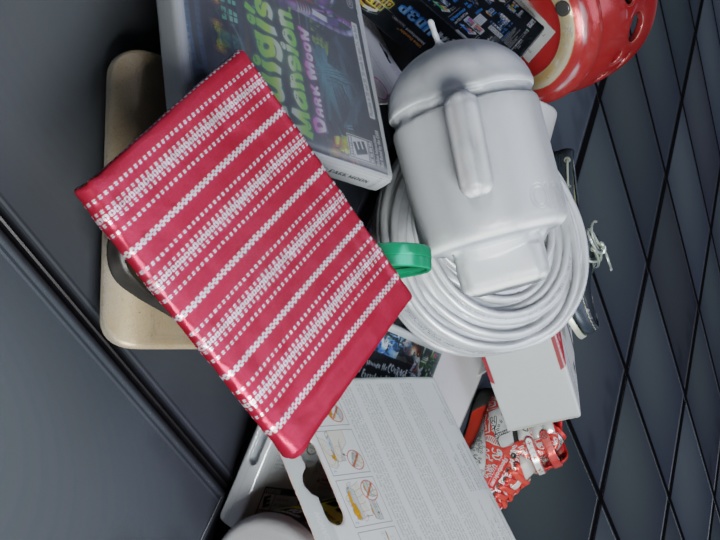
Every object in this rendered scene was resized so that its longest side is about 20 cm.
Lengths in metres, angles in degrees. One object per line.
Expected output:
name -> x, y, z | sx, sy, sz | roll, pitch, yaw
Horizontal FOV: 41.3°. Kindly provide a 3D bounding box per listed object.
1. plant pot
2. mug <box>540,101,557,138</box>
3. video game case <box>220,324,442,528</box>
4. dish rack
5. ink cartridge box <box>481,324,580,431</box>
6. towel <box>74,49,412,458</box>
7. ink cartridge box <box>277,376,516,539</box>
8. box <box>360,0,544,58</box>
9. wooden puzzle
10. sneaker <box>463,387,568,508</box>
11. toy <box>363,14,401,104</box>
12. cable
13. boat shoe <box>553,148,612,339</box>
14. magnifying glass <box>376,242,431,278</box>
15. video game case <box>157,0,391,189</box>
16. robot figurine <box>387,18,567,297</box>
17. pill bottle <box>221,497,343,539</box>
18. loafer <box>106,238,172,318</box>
plant pot -> 0.208, -0.290, 1.070 | 0.182, 0.199, 0.202 | -36, 119, -44
mug -> 0.124, -0.089, 0.962 | 0.185, 0.149, 0.155 | 8, 90, -44
video game case -> -0.015, 0.125, 0.777 | 0.200, 0.023, 0.183 | 27, 85, -56
dish rack -> 0.080, 0.094, 0.972 | 0.201, 0.043, 0.173 | -59, 135, -44
ink cartridge box -> 0.179, 0.050, 1.044 | 0.201, 0.083, 0.145 | -78, 150, -58
towel -> -0.057, -0.008, 0.557 | 0.201, 0.022, 0.145 | 55, 52, -21
ink cartridge box -> 0.014, 0.156, 0.683 | 0.199, 0.050, 0.163 | 4, 49, -45
box -> 0.083, -0.240, 0.883 | 0.159, 0.046, 0.200 | 40, 32, -1
wooden puzzle -> -0.104, -0.039, 0.671 | 0.199, 0.046, 0.188 | 6, 82, -54
sneaker -> 0.162, 0.217, 1.038 | 0.067, 0.107, 0.203 | 57, 43, -40
toy -> -0.043, -0.167, 0.756 | 0.199, 0.047, 0.116 | -9, 66, -55
cable -> 0.101, -0.025, 0.817 | 0.199, 0.069, 0.201 | -27, 86, -26
boat shoe -> 0.224, -0.031, 1.003 | 0.075, 0.061, 0.202 | 34, 42, -66
magnifying glass -> 0.000, 0.000, 0.733 | 0.200, 0.079, 0.023 | 144, -57, -76
video game case -> -0.060, -0.166, 0.656 | 0.181, 0.023, 0.202 | 12, 61, -44
robot figurine -> 0.086, -0.084, 0.711 | 0.170, 0.112, 0.202 | 15, 61, -82
pill bottle -> -0.008, 0.228, 0.719 | 0.199, 0.113, 0.116 | 5, 84, -54
loafer -> -0.068, 0.020, 0.609 | 0.199, 0.071, 0.074 | 30, 66, -45
